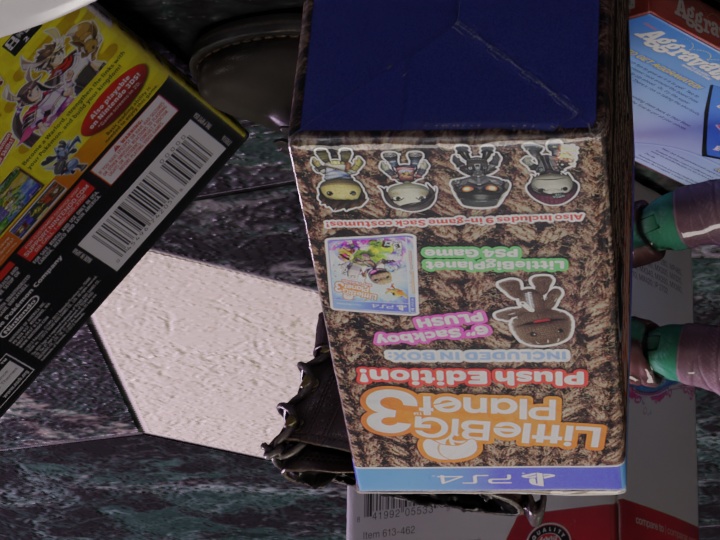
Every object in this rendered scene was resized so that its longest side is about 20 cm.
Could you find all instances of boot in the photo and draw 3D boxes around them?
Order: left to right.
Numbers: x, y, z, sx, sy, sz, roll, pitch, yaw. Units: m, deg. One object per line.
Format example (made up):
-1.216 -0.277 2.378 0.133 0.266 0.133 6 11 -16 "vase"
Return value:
0.000 0.000 1.098 0.200 0.174 0.069 17 161 14 "boot"

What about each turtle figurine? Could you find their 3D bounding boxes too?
0.065 0.015 1.175 0.200 0.150 0.101 -4 -174 20 "turtle figurine"

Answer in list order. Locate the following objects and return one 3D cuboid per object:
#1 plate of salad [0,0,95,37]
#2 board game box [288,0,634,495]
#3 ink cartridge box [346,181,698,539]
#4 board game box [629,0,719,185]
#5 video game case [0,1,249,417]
-0.123 -0.125 0.949 0.200 0.048 0.200 -22 169 -4 "plate of salad"
0.041 -0.043 0.953 0.097 0.160 0.200 0 144 8 "board game box"
0.074 0.066 1.283 0.146 0.200 0.083 -10 160 34 "ink cartridge box"
0.139 -0.069 1.154 0.103 0.019 0.200 -12 156 41 "board game box"
-0.154 -0.019 1.127 0.026 0.200 0.181 43 -178 30 "video game case"
